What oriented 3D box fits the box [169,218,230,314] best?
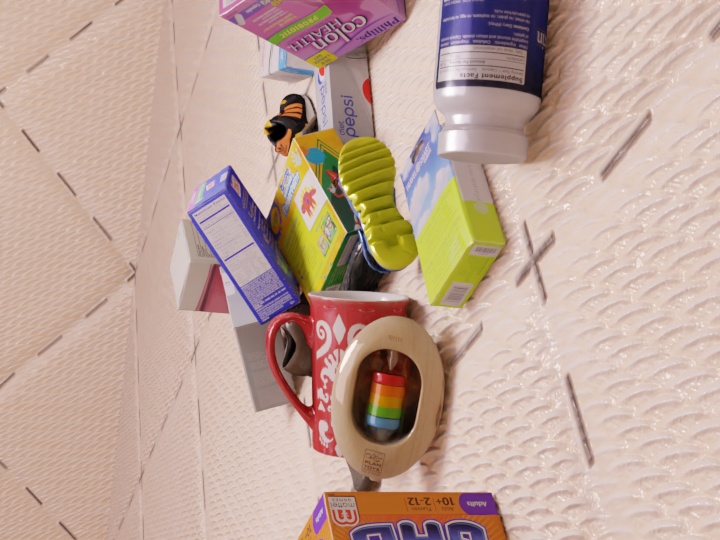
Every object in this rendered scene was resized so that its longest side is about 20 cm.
[{"bbox_3d":[-0.224,-0.002,1.836,0.129,0.197,0.110,-113,36,-50],"label":"box"}]

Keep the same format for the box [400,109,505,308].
[{"bbox_3d":[0.103,-0.073,1.219,0.123,0.047,0.202,119,149,-46],"label":"box"}]

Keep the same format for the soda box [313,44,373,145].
[{"bbox_3d":[-0.026,-0.258,1.559,0.063,0.067,0.203,134,137,-58],"label":"soda box"}]

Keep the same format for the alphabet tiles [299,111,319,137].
[{"bbox_3d":[-0.088,-0.163,1.637,0.167,0.006,0.202,-58,-11,-45],"label":"alphabet tiles"}]

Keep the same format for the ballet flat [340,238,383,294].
[{"bbox_3d":[0.000,0.000,1.437,0.057,0.066,0.202,61,143,38],"label":"ballet flat"}]

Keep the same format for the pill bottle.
[{"bbox_3d":[0.133,-0.216,1.079,0.115,0.114,0.204,-173,88,-68],"label":"pill bottle"}]

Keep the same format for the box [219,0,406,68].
[{"bbox_3d":[-0.066,-0.387,1.438,0.174,0.199,0.098,-20,65,38],"label":"box"}]

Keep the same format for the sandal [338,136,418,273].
[{"bbox_3d":[0.018,-0.076,1.328,0.087,0.078,0.203,96,163,-64],"label":"sandal"}]

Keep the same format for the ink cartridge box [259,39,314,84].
[{"bbox_3d":[-0.129,-0.400,1.854,0.200,0.067,0.118,-172,87,-69],"label":"ink cartridge box"}]

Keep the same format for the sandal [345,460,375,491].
[{"bbox_3d":[-0.024,0.227,1.472,0.202,0.054,0.082,-106,30,-42],"label":"sandal"}]

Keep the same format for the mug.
[{"bbox_3d":[-0.026,0.131,1.364,0.133,0.175,0.204,-10,-78,-71],"label":"mug"}]

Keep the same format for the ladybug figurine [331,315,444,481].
[{"bbox_3d":[0.034,0.153,1.260,0.072,0.134,0.203,-30,-47,-81],"label":"ladybug figurine"}]

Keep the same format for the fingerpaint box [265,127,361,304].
[{"bbox_3d":[-0.053,-0.073,1.501,0.168,0.073,0.201,60,150,23],"label":"fingerpaint box"}]

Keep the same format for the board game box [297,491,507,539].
[{"bbox_3d":[0.040,0.369,1.080,0.201,0.197,0.202,116,150,-41],"label":"board game box"}]

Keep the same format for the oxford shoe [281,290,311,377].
[{"bbox_3d":[-0.085,0.067,1.624,0.073,0.083,0.203,-159,77,-69],"label":"oxford shoe"}]

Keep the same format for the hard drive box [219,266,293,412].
[{"bbox_3d":[-0.171,0.107,1.748,0.157,0.076,0.202,-111,11,-49],"label":"hard drive box"}]

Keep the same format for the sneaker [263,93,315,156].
[{"bbox_3d":[-0.127,-0.253,1.787,0.201,0.089,0.071,-116,37,-52],"label":"sneaker"}]

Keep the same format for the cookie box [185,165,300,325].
[{"bbox_3d":[-0.172,-0.041,1.559,0.201,0.075,0.171,58,-175,-16],"label":"cookie box"}]
